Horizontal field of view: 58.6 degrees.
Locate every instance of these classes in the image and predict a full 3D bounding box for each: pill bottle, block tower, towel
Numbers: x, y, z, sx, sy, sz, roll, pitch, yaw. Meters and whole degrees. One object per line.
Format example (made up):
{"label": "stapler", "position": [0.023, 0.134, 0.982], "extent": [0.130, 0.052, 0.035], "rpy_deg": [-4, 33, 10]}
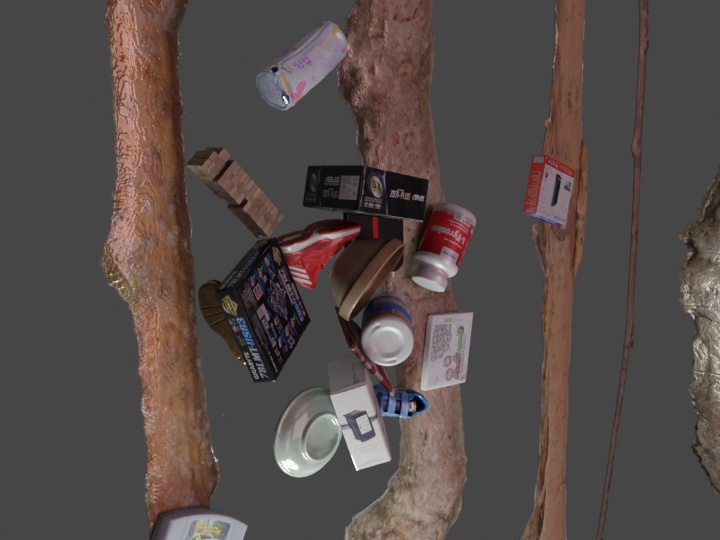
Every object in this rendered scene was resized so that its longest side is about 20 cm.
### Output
{"label": "pill bottle", "position": [0.058, 0.118, 1.403], "extent": [0.200, 0.112, 0.113], "rpy_deg": [-86, 171, -74]}
{"label": "block tower", "position": [-0.220, -0.140, 1.163], "extent": [0.054, 0.058, 0.200], "rpy_deg": [-58, 134, -20]}
{"label": "pill bottle", "position": [0.201, -0.056, 1.577], "extent": [0.112, 0.112, 0.201], "rpy_deg": [35, 72, -44]}
{"label": "towel", "position": [0.014, 0.177, 1.418], "extent": [0.023, 0.144, 0.200], "rpy_deg": [-32, 129, 7]}

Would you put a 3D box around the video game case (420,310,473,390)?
{"label": "video game case", "position": [0.235, 0.213, 1.728], "extent": [0.182, 0.024, 0.201], "rpy_deg": [-1, 98, -46]}

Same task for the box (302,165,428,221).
{"label": "box", "position": [0.008, -0.154, 1.277], "extent": [0.163, 0.200, 0.087], "rpy_deg": [6, 94, -36]}

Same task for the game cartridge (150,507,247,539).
{"label": "game cartridge", "position": [-0.308, 0.520, 1.214], "extent": [0.200, 0.041, 0.134], "rpy_deg": [28, 74, -45]}

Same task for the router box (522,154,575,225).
{"label": "router box", "position": [0.585, -0.246, 1.987], "extent": [0.200, 0.049, 0.180], "rpy_deg": [9, 91, -47]}

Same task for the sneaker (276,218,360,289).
{"label": "sneaker", "position": [-0.085, -0.033, 1.325], "extent": [0.199, 0.078, 0.116], "rpy_deg": [-17, 118, -31]}

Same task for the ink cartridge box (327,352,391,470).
{"label": "ink cartridge box", "position": [-0.004, 0.301, 1.393], "extent": [0.084, 0.145, 0.201], "rpy_deg": [-16, 111, 1]}

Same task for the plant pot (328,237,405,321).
{"label": "plant pot", "position": [0.000, 0.000, 1.345], "extent": [0.201, 0.093, 0.201], "rpy_deg": [-50, 171, -11]}

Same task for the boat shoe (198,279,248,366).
{"label": "boat shoe", "position": [-0.232, 0.088, 1.197], "extent": [0.200, 0.072, 0.072], "rpy_deg": [61, 27, -30]}

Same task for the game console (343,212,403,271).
{"label": "game console", "position": [0.029, -0.085, 1.458], "extent": [0.176, 0.031, 0.201], "rpy_deg": [-12, 105, -38]}

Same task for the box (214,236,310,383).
{"label": "box", "position": [-0.174, 0.070, 1.192], "extent": [0.199, 0.049, 0.201], "rpy_deg": [-65, 141, -57]}

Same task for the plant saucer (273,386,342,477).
{"label": "plant saucer", "position": [-0.097, 0.355, 1.391], "extent": [0.200, 0.050, 0.201], "rpy_deg": [-11, 105, -44]}

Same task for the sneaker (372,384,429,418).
{"label": "sneaker", "position": [0.085, 0.319, 1.551], "extent": [0.200, 0.082, 0.074], "rpy_deg": [4, 96, -45]}

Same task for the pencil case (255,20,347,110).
{"label": "pencil case", "position": [-0.110, -0.389, 1.209], "extent": [0.200, 0.083, 0.091], "rpy_deg": [-49, 151, -29]}
